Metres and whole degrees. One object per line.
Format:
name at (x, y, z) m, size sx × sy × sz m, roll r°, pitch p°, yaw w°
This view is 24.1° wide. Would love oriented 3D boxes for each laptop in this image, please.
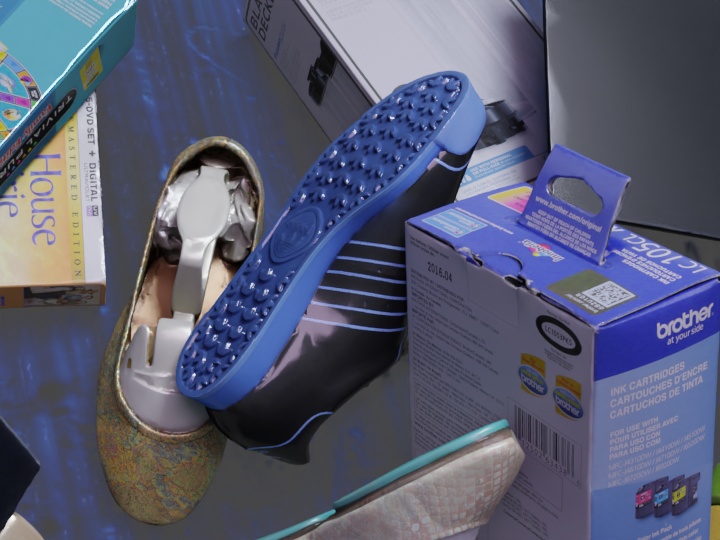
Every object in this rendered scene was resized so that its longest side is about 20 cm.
laptop at (0.167, -0.071, 0.881) m, size 0.103 × 0.200 × 0.178 m, roll -7°, pitch 63°, yaw 17°

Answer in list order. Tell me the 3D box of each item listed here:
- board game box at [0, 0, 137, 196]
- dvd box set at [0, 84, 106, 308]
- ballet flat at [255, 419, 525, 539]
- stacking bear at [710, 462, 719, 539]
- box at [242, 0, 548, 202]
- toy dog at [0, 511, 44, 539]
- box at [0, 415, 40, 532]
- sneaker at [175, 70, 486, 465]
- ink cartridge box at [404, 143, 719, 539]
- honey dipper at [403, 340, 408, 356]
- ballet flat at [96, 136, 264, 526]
board game box at (-0.229, -0.096, 0.829) m, size 0.151 × 0.047 × 0.200 m, roll 33°, pitch 64°, yaw 7°
dvd box set at (-0.231, -0.049, 0.851) m, size 0.199 × 0.029 × 0.147 m, roll -1°, pitch 65°, yaw -11°
ballet flat at (0.002, 0.128, 0.744) m, size 0.067 × 0.200 × 0.063 m, roll -9°, pitch 73°, yaw -55°
stacking bear at (0.201, 0.141, 0.805) m, size 0.121 × 0.114 × 0.200 m, roll 19°, pitch 67°, yaw 45°
box at (0.036, -0.102, 0.893) m, size 0.116 × 0.060 × 0.200 m, roll -22°, pitch 62°, yaw -24°
toy dog at (-0.134, 0.194, 0.737) m, size 0.132 × 0.096 × 0.200 m, roll -34°, pitch 89°, yaw -31°
box at (-0.260, 0.060, 0.683) m, size 0.199 × 0.149 × 0.107 m, roll 12°, pitch 58°, yaw 32°
sneaker at (0.000, 0.000, 0.797) m, size 0.200 × 0.070 × 0.078 m, roll -50°, pitch 124°, yaw -4°
ink cartridge box at (0.087, 0.049, 0.748) m, size 0.076 × 0.201 × 0.136 m, roll -20°, pitch 31°, yaw -28°
honey dipper at (0.065, -0.002, 0.888) m, size 0.200 × 0.038 × 0.038 m, roll -30°, pitch 73°, yaw -26°
ballet flat at (-0.086, 0.022, 0.827) m, size 0.070 × 0.071 × 0.201 m, roll 13°, pitch 63°, yaw -5°
